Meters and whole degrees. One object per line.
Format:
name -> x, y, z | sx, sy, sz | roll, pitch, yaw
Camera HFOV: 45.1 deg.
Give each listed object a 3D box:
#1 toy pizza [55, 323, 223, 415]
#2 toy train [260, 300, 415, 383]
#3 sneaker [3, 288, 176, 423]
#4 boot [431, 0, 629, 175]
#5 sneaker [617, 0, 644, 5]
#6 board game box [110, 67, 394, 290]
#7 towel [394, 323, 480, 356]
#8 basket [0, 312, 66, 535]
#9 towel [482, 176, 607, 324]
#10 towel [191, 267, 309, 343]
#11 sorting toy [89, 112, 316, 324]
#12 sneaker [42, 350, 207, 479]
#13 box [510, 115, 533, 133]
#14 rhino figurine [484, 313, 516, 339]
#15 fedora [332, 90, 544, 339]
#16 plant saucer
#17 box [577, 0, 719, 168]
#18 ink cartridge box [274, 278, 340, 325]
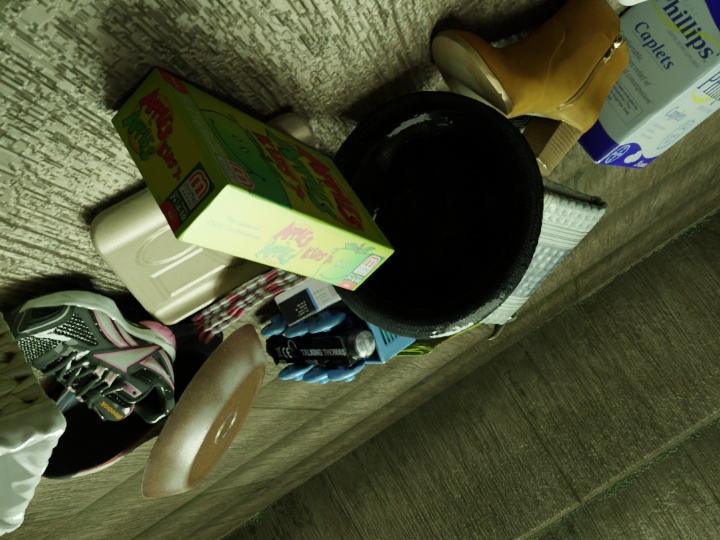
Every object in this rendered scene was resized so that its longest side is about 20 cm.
toy pizza -> -0.239, 0.108, 0.928 | 0.199, 0.032, 0.201 | -30, 163, -10
toy train -> -0.033, 0.077, 1.025 | 0.114, 0.088, 0.199 | -28, -169, -35
sneaker -> -0.216, 0.080, 0.725 | 0.080, 0.087, 0.199 | -30, 153, 22
boot -> 0.152, -0.189, 0.739 | 0.201, 0.071, 0.145 | 36, 85, -44
sneaker -> 0.310, -0.281, 0.750 | 0.198, 0.073, 0.072 | -30, 166, -6
board game box -> -0.064, -0.053, 0.588 | 0.048, 0.102, 0.199 | -43, 153, 17
towel -> 0.091, 0.084, 1.119 | 0.085, 0.018, 0.199 | -3, -174, 29
basket -> -0.313, 0.100, 0.518 | 0.197, 0.162, 0.200 | -19, 159, -40
towel -> 0.122, -0.024, 0.879 | 0.198, 0.035, 0.193 | 10, 133, -31
towel -> -0.058, 0.000, 0.833 | 0.199, 0.030, 0.146 | -28, -176, 35
sorting toy -> -0.118, -0.040, 0.725 | 0.184, 0.037, 0.200 | -30, 160, -10
sneaker -> -0.237, 0.164, 0.915 | 0.200, 0.068, 0.108 | -31, 161, -14
box -> 0.114, -0.112, 0.889 | 0.069, 0.065, 0.200 | -23, 161, -27
rhino figurine -> 0.147, -0.018, 1.015 | 0.086, 0.203, 0.060 | 2, 165, -6
fedora -> 0.058, -0.043, 0.732 | 0.199, 0.202, 0.092 | -32, 174, 1
plant saucer -> -0.149, 0.150, 0.886 | 0.202, 0.036, 0.201 | -58, 171, -15
box -> 0.327, -0.212, 0.929 | 0.200, 0.106, 0.183 | -42, 163, 28
ink cartridge box -> 0.000, 0.000, 0.965 | 0.099, 0.040, 0.199 | -30, 179, 36
